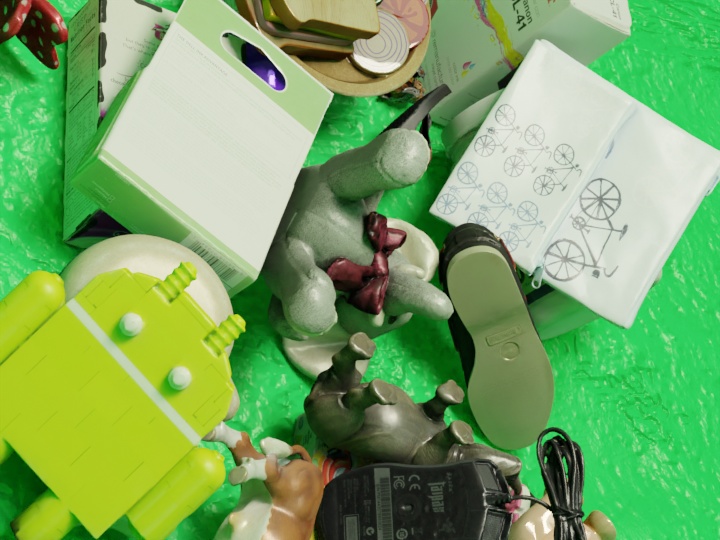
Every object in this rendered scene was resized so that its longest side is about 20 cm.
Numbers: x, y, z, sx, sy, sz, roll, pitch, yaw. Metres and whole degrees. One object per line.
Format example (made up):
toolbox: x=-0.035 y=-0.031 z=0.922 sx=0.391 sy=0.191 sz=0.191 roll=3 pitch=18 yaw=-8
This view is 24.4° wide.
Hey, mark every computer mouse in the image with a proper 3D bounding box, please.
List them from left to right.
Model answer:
computer mouse: x=0.071 y=0.199 z=1.179 sx=0.046 sy=0.197 sz=0.142 roll=69 pitch=10 yaw=-62

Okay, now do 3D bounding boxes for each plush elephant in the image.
plush elephant: x=0.000 y=0.000 z=1.266 sx=0.154 sy=0.199 sz=0.166 roll=36 pitch=74 yaw=-28

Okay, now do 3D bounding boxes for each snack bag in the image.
snack bag: x=0.185 y=-0.071 z=1.389 sx=0.199 sy=0.021 sz=0.190 roll=33 pitch=76 yaw=5

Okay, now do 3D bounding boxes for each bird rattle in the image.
bird rattle: x=-0.250 y=-0.254 z=1.205 sx=0.111 sy=0.164 sz=0.202 roll=12 pitch=46 yaw=-16

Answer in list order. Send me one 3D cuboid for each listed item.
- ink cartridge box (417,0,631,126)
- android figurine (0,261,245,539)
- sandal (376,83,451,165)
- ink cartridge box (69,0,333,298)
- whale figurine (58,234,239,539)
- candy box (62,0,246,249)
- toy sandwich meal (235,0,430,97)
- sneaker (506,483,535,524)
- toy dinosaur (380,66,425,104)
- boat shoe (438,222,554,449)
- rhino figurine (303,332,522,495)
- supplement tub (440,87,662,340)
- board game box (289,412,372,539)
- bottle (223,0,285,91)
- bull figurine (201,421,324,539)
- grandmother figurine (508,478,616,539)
ink cartridge box: x=0.138 y=-0.236 z=1.517 sx=0.085 sy=0.199 sz=0.149 roll=14 pitch=55 yaw=-36
android figurine: x=-0.162 y=0.082 z=1.056 sx=0.182 sy=0.200 sz=0.041 roll=49 pitch=0 yaw=-2
sandal: x=0.027 y=-0.088 z=1.418 sx=0.045 sy=0.075 sz=0.201 roll=43 pitch=51 yaw=-9
ink cartridge box: x=-0.111 y=-0.097 z=1.217 sx=0.145 sy=0.048 sz=0.201 roll=38 pitch=45 yaw=-19
whale figurine: x=-0.162 y=0.078 z=1.132 sx=0.157 sy=0.104 sz=0.203 roll=12 pitch=79 yaw=-22
candy box: x=-0.153 y=-0.101 z=1.261 sx=0.135 sy=0.061 sz=0.202 roll=18 pitch=55 yaw=-34
toy sandwich meal: x=-0.015 y=-0.236 z=1.350 sx=0.203 sy=0.070 sz=0.208 roll=13 pitch=65 yaw=-29
sneaker: x=0.122 y=0.267 z=1.285 sx=0.087 sy=0.073 sz=0.202 roll=26 pitch=54 yaw=-29
toy dinosaur: x=0.006 y=-0.237 z=1.461 sx=0.201 sy=0.101 sz=0.137 roll=68 pitch=34 yaw=-52
boat shoe: x=0.113 y=0.055 z=1.371 sx=0.063 sy=0.073 sz=0.203 roll=-98 pitch=171 yaw=-62
rhino figurine: x=0.044 y=0.124 z=1.236 sx=0.199 sy=0.087 sz=0.060 roll=31 pitch=41 yaw=-25
supplement tub: x=0.164 y=-0.054 z=1.469 sx=0.144 sy=0.145 sz=0.202 roll=-11 pitch=73 yaw=-46
board game box: x=-0.001 y=0.214 z=1.228 sx=0.134 sy=0.034 sz=0.202 roll=31 pitch=47 yaw=-26
bottle: x=-0.084 y=-0.198 z=1.383 sx=0.083 sy=0.065 sz=0.202 roll=21 pitch=52 yaw=-43
bull figurine: x=-0.078 y=0.200 z=1.103 sx=0.122 sy=0.064 sz=0.202 roll=49 pitch=45 yaw=-45
grandmother figurine: x=0.101 y=0.237 z=1.209 sx=0.199 sy=0.061 sz=0.121 roll=-32 pitch=57 yaw=-29
